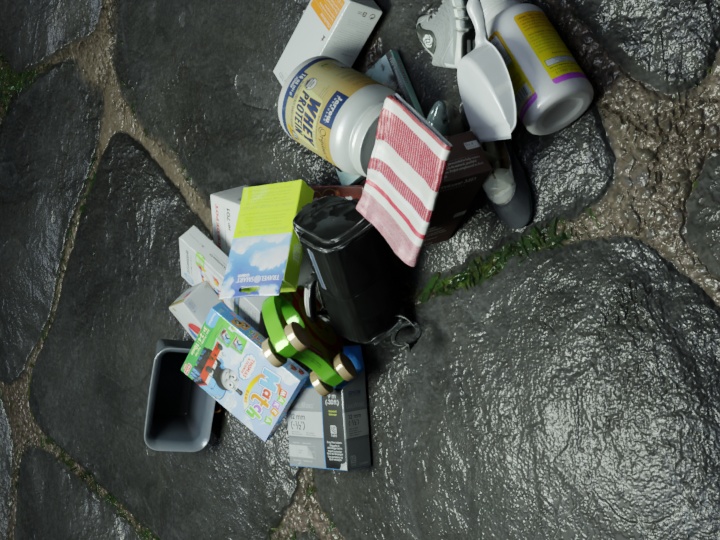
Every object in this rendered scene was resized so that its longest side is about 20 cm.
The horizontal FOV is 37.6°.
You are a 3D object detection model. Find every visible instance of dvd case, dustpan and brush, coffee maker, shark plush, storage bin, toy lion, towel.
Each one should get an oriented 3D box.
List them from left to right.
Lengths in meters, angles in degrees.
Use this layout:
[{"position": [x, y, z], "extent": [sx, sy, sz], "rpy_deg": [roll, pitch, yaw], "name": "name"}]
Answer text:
[{"position": [-0.341, 0.226, 2.022], "extent": [0.134, 0.145, 0.201], "rpy_deg": [-140, 58, -67], "name": "storage bin"}, {"position": [-0.090, 0.094, 1.706], "extent": [0.068, 0.200, 0.192], "rpy_deg": [-35, 48, 16], "name": "toy lion"}, {"position": [0.000, 0.000, 1.624], "extent": [0.191, 0.135, 0.201], "rpy_deg": [9, 136, 29], "name": "coffee maker"}, {"position": [0.015, -0.242, 1.723], "extent": [0.200, 0.022, 0.147], "rpy_deg": [-34, 68, 39], "name": "dvd case"}, {"position": [0.057, -0.124, 1.464], "extent": [0.144, 0.023, 0.201], "rpy_deg": [48, 138, 36], "name": "towel"}, {"position": [0.089, -0.173, 1.603], "extent": [0.200, 0.083, 0.091], "rpy_deg": [-45, 61, 31], "name": "shark plush"}, {"position": [0.165, -0.279, 1.425], "extent": [0.201, 0.057, 0.140], "rpy_deg": [67, 168, -10], "name": "dustpan and brush"}]

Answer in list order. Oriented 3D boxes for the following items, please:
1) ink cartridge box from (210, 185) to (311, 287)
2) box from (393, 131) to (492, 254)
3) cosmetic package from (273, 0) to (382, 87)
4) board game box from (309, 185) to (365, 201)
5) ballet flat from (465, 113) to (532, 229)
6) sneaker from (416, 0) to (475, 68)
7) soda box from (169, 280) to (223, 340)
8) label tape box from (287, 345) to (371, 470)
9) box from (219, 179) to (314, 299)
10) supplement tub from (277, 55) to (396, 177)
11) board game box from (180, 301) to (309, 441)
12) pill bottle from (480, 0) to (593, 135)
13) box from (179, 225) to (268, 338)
[{"position": [-0.170, -0.053, 1.841], "extent": [0.199, 0.086, 0.147], "rpy_deg": [20, 120, 44], "name": "ink cartridge box"}, {"position": [0.105, -0.109, 1.537], "extent": [0.075, 0.100, 0.200], "rpy_deg": [63, 156, 22], "name": "box"}, {"position": [-0.057, -0.375, 1.741], "extent": [0.201, 0.071, 0.102], "rpy_deg": [-58, 44, 28], "name": "cosmetic package"}, {"position": [-0.056, -0.091, 1.785], "extent": [0.199, 0.019, 0.104], "rpy_deg": [3, 105, 44], "name": "board game box"}, {"position": [0.192, -0.156, 1.522], "extent": [0.073, 0.073, 0.201], "rpy_deg": [-20, 78, 42], "name": "ballet flat"}, {"position": [0.128, -0.399, 1.573], "extent": [0.115, 0.075, 0.202], "rpy_deg": [12, 101, 46], "name": "sneaker"}, {"position": [-0.249, 0.118, 1.889], "extent": [0.200, 0.064, 0.068], "rpy_deg": [54, 147, -13], "name": "soda box"}, {"position": [-0.058, 0.230, 1.781], "extent": [0.143, 0.066, 0.202], "rpy_deg": [-5, 90, 45], "name": "label tape box"}, {"position": [-0.147, -0.042, 1.675], "extent": [0.121, 0.048, 0.201], "rpy_deg": [-5, 63, 30], "name": "box"}, {"position": [-0.019, -0.235, 1.642], "extent": [0.200, 0.144, 0.145], "rpy_deg": [35, 115, 38], "name": "supplement tub"}, {"position": [-0.200, 0.173, 1.806], "extent": [0.200, 0.037, 0.152], "rpy_deg": [37, 120, 12], "name": "board game box"}, {"position": [0.230, -0.293, 1.455], "extent": [0.104, 0.104, 0.201], "rpy_deg": [-43, 62, 36], "name": "pill bottle"}, {"position": [-0.237, 0.029, 1.869], "extent": [0.200, 0.041, 0.156], "rpy_deg": [43, 156, 13], "name": "box"}]
